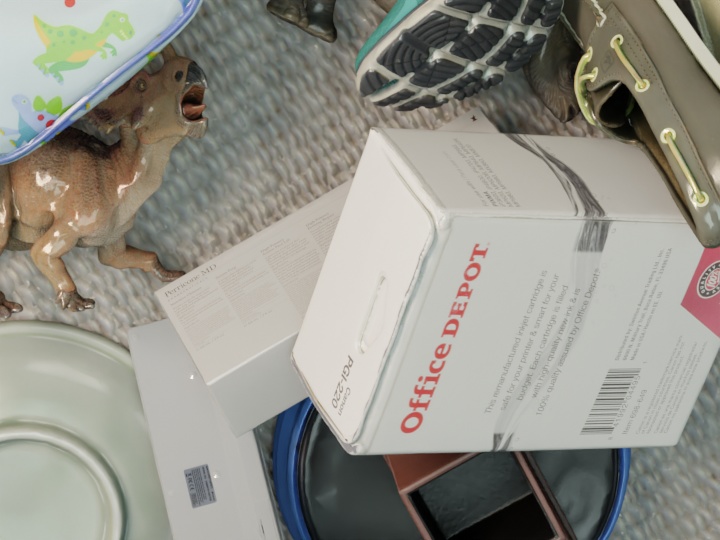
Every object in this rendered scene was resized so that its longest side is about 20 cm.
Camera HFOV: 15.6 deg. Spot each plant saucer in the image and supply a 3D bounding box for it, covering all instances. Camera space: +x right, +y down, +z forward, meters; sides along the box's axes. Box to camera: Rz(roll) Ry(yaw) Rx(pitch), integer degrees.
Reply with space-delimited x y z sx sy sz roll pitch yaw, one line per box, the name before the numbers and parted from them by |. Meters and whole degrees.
plant saucer | -0.180 0.128 1.415 0.199 0.050 0.201 -2 105 -6

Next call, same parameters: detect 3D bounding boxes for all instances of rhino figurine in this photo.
rhino figurine | 0.055 -0.135 1.364 0.199 0.060 0.088 23 92 -14

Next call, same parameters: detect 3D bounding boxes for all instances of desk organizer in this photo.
desk organizer | 0.088 0.169 1.397 0.072 0.077 0.201 -28 106 2

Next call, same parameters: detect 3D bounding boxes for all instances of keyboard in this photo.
keyboard | -0.076 0.111 1.375 0.056 0.011 0.201 -18 63 4

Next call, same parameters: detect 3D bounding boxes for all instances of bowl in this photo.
bowl | 0.052 0.105 1.437 0.200 0.039 0.202 -1 105 -5

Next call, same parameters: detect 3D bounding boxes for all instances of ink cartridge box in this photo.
ink cartridge box | 0.083 0.012 1.306 0.199 0.085 0.146 0 125 -32

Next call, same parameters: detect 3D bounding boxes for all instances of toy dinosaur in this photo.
toy dinosaur | -0.165 -0.050 1.356 0.199 0.086 0.136 -5 100 7

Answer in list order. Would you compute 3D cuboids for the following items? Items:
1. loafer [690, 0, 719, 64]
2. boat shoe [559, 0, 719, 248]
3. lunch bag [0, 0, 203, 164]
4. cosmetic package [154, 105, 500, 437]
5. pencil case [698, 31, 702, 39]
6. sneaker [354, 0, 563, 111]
loafer | 0.210 -0.110 1.298 0.075 0.068 0.201 -20 100 7
boat shoe | 0.140 -0.089 1.281 0.060 0.202 0.072 -30 142 -7
lunch bag | -0.175 -0.164 1.234 0.161 0.082 0.200 -40 101 3
cosmetic package | 0.000 0.000 1.367 0.199 0.083 0.051 -30 136 -4
pencil case | 0.237 -0.166 1.363 0.083 0.087 0.201 24 103 11
sneaker | 0.067 -0.162 1.296 0.077 0.080 0.200 23 115 -45
